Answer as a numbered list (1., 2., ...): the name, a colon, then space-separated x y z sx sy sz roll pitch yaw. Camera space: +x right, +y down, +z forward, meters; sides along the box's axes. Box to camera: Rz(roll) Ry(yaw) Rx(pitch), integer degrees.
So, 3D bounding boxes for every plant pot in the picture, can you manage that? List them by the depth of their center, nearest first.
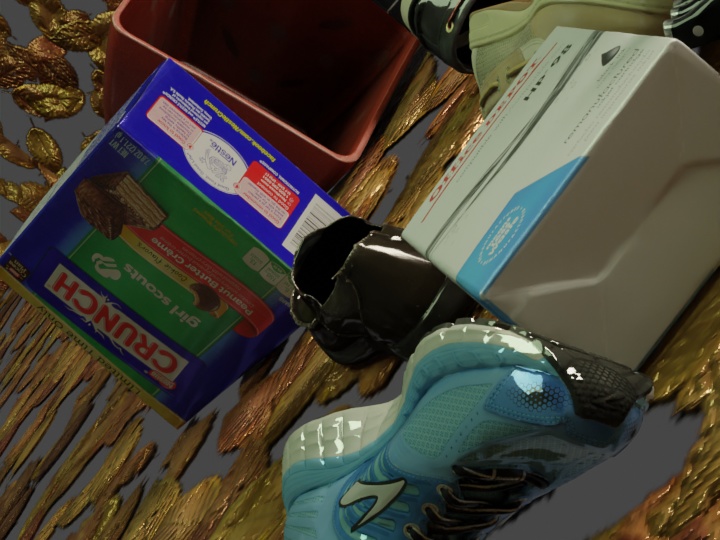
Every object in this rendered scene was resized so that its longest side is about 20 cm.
1. plant pot: -0.086 -0.144 1.442 0.176 0.199 0.200 -55 5 51

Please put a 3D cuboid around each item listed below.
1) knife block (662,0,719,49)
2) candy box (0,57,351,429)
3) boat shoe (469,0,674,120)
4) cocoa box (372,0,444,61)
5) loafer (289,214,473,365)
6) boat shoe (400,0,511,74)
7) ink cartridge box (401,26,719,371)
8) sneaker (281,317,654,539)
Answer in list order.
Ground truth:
1. knife block: 0.183 -0.151 0.644 0.175 0.064 0.200 -43 10 -13
2. candy box: -0.120 -0.012 1.203 0.200 0.169 0.077 -40 13 48
3. boat shoe: 0.106 -0.099 0.888 0.200 0.072 0.065 -178 89 -70
4. cocoa box: 0.074 -0.276 1.319 0.200 0.131 0.134 -48 13 19
5. loafer: 0.000 0.000 0.956 0.073 0.071 0.200 -55 13 -12
6. boat shoe: 0.116 -0.197 1.120 0.201 0.074 0.063 -42 49 2
7. ink cartridge box: 0.083 -0.031 0.750 0.116 0.067 0.200 -53 12 1
8. sneaker: 0.033 0.084 0.652 0.200 0.078 0.090 -41 35 54
